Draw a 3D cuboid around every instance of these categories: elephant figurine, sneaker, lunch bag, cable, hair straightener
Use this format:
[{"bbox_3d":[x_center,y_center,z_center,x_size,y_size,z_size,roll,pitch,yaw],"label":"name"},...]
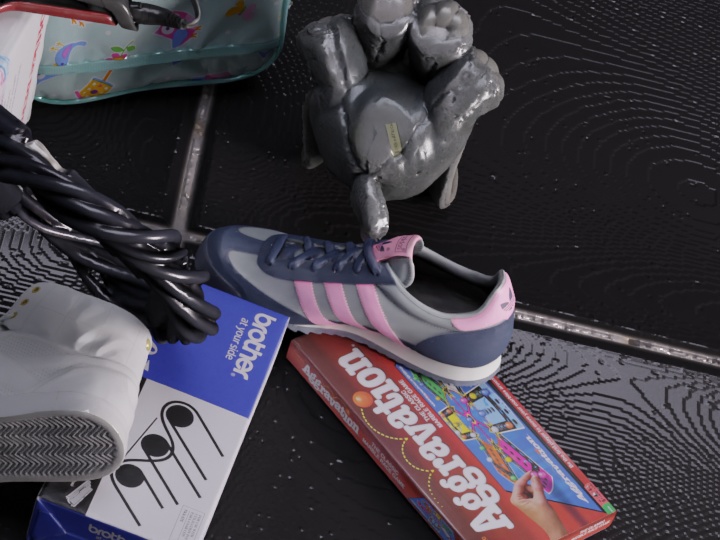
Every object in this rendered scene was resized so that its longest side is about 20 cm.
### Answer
[{"bbox_3d":[0.027,-0.106,1.706,0.155,0.200,0.142,-35,85,-4],"label":"elephant figurine"},{"bbox_3d":[0.000,0.000,1.585,0.200,0.082,0.070,17,44,0],"label":"sneaker"},{"bbox_3d":[-0.137,-0.186,1.698,0.200,0.160,0.077,-7,44,-17],"label":"lunch bag"},{"bbox_3d":[-0.141,-0.020,1.454,0.163,0.200,0.051,25,73,37],"label":"cable"},{"bbox_3d":[-0.189,-0.177,1.516,0.200,0.077,0.041,13,43,-6],"label":"hair straightener"},{"bbox_3d":[-0.216,0.062,1.470,0.200,0.074,0.116,2,39,10],"label":"sneaker"}]

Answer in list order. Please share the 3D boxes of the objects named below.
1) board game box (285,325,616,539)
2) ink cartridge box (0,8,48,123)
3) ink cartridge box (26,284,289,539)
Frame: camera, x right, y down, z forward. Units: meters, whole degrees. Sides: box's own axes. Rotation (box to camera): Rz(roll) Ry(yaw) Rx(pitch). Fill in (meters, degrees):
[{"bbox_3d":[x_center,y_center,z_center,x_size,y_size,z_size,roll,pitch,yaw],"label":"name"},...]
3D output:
[{"bbox_3d":[0.054,0.098,1.579,0.103,0.019,0.200,-23,57,-33],"label":"board game box"},{"bbox_3d":[-0.261,-0.086,1.563,0.087,0.145,0.200,21,45,2],"label":"ink cartridge box"},{"bbox_3d":[-0.115,0.089,1.513,0.094,0.044,0.200,21,44,0],"label":"ink cartridge box"}]
